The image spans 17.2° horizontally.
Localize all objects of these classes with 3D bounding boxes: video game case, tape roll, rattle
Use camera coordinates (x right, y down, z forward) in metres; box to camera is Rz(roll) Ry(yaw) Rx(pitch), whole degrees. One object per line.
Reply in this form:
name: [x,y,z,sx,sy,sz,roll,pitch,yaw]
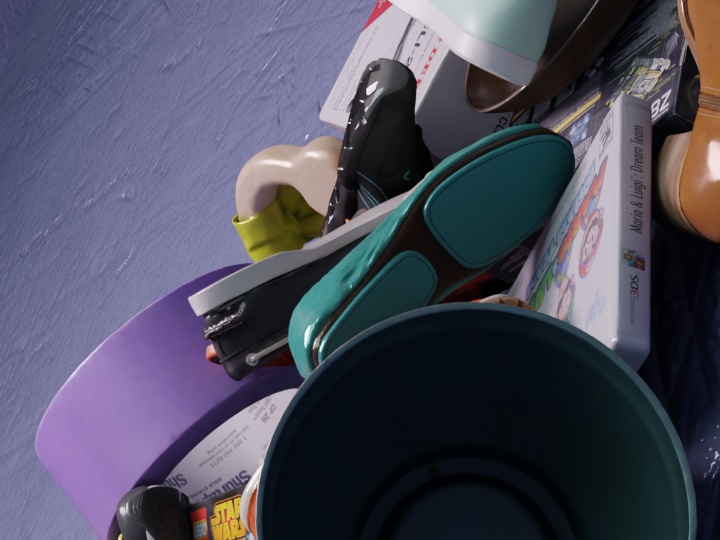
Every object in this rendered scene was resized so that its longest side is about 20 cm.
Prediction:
video game case: [0.108,0.035,1.272,0.200,0.024,0.182,116,167,-44]
tape roll: [-0.110,0.093,1.576,0.200,0.085,0.200,-36,-20,-15]
rattle: [0.007,-0.064,1.673,0.143,0.130,0.200,-20,-19,-34]

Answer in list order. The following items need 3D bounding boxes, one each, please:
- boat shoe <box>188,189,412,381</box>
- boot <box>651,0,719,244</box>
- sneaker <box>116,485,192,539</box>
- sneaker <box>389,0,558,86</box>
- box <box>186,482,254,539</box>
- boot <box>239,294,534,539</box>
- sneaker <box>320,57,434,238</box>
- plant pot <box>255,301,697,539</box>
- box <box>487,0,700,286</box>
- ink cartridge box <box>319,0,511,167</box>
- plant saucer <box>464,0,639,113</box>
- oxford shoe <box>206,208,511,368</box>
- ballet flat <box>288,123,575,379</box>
boat shoe: [0.000,0.000,1.393,0.200,0.060,0.074,-25,2,-15]
boot: [0.216,-0.107,1.188,0.155,0.074,0.200,178,106,-72]
sneaker: [-0.140,0.209,1.532,0.200,0.084,0.075,80,-173,-50]
sneaker: [0.081,-0.188,1.413,0.118,0.074,0.200,-63,24,10]
box: [-0.040,0.190,1.402,0.200,0.040,0.137,-28,68,60]
boot: [0.011,0.083,1.265,0.200,0.075,0.107,-51,33,2]
sneaker: [0.023,-0.060,1.501,0.200,0.079,0.076,102,-178,-56]
plant pot: [0.052,0.130,1.140,0.134,0.200,0.201,89,-157,-73]
box: [0.150,-0.097,1.386,0.200,0.049,0.161,-40,27,49]
ink cartridge box: [0.062,-0.139,1.622,0.145,0.084,0.200,-63,19,0]
plant saucer: [0.132,-0.174,1.428,0.200,0.032,0.200,-53,15,21]
oxford shoe: [-0.005,0.006,1.465,0.071,0.200,0.073,58,-167,-75]
ballet flat: [0.032,-0.015,1.329,0.200,0.067,0.070,-44,28,-12]
